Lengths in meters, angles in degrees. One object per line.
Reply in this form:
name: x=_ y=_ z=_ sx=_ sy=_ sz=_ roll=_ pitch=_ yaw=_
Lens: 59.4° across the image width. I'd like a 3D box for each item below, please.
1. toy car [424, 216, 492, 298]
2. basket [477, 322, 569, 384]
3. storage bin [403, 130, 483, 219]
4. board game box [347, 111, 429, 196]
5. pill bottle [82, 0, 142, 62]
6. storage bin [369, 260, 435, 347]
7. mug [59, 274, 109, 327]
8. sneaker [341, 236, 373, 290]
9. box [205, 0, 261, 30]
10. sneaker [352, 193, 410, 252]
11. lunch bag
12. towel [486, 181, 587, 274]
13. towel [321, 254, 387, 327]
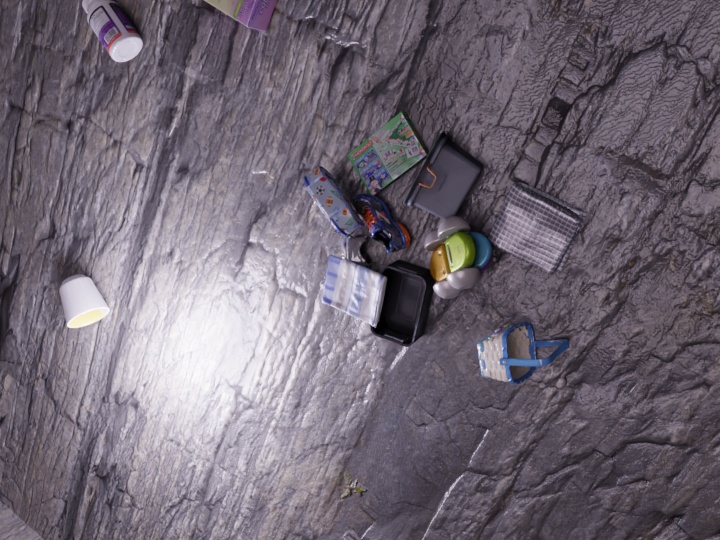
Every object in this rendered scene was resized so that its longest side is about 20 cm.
toy car: x=0.258 y=-0.033 z=1.597 sx=0.200 sy=0.147 sz=0.179 roll=133 pitch=130 yaw=-65
basket: x=0.401 y=0.205 z=1.572 sx=0.197 sy=0.175 sz=0.142 roll=-2 pitch=97 yaw=37
storage bin: x=0.215 y=-0.227 z=1.598 sx=0.133 sy=0.146 sz=0.202 roll=30 pitch=113 yaw=6
board game box: x=0.074 y=-0.311 z=1.701 sx=0.198 sy=0.029 sz=0.136 roll=-33 pitch=85 yaw=28
pill bottle: x=-0.778 y=-0.765 z=1.969 sx=0.111 sy=0.111 sz=0.202 roll=-38 pitch=83 yaw=27
storage bin: x=0.117 y=0.089 z=1.731 sx=0.133 sy=0.093 sz=0.204 roll=17 pitch=109 yaw=21
mug: x=-1.010 y=0.111 z=2.256 sx=0.185 sy=0.149 sz=0.155 roll=-32 pitch=79 yaw=21
sneaker: x=0.000 y=0.000 z=1.776 sx=0.081 sy=0.074 sz=0.204 roll=-9 pitch=97 yaw=28
box: x=-0.328 y=-0.797 z=1.745 sx=0.198 sy=0.096 sz=0.178 roll=34 pitch=113 yaw=16
sneaker: x=0.049 y=-0.129 z=1.713 sx=0.200 sy=0.078 sz=0.076 roll=45 pitch=137 yaw=11
lunch bag: x=-0.069 y=-0.181 z=1.727 sx=0.075 sy=0.160 sz=0.202 roll=-33 pitch=80 yaw=7
towel: x=0.429 y=-0.102 z=1.543 sx=0.198 sy=0.085 sz=0.168 roll=29 pitch=113 yaw=17
towel: x=-0.020 y=0.055 z=1.737 sx=0.197 sy=0.024 sz=0.150 roll=23 pitch=110 yaw=30
